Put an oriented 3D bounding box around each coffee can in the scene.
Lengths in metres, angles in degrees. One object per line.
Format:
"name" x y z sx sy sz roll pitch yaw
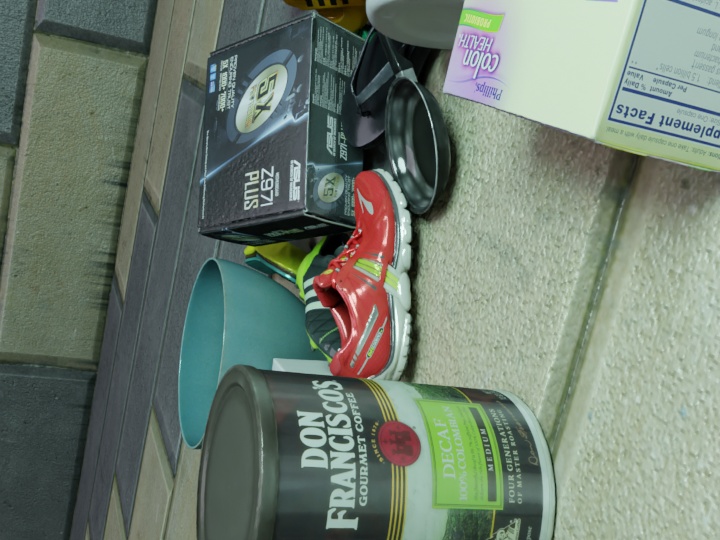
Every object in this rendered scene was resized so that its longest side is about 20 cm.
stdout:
"coffee can" 0.005 0.144 0.578 0.146 0.197 0.149 -172 90 -67

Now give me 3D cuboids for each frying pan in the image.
"frying pan" 0.037 -0.140 0.759 0.115 0.030 0.193 113 143 -62

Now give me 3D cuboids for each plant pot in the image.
"plant pot" -0.112 0.095 0.962 0.200 0.133 0.204 -172 90 -67

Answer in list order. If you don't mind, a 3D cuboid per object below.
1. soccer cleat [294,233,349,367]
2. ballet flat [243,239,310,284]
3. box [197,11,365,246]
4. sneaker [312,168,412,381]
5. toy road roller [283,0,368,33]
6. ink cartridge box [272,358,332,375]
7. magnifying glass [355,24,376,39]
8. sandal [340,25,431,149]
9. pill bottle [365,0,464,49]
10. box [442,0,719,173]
"soccer cleat" -0.018 0.028 0.854 0.082 0.067 0.201 -59 29 20
"ballet flat" -0.096 -0.026 1.064 0.068 0.066 0.200 -62 20 -5
"box" -0.081 -0.137 0.906 0.162 0.085 0.204 -6 78 40
"sneaker" 0.000 0.000 0.771 0.077 0.083 0.203 120 150 -65
"toy road roller" -0.003 -0.314 0.874 0.198 0.146 0.125 7 71 33
"ink cartridge box" -0.046 0.201 0.834 0.147 0.084 0.203 -151 69 -66
"magnifying glass" 0.014 -0.217 0.909 0.200 0.022 0.081 -145 66 -67
"sandal" 0.027 -0.201 0.795 0.076 0.042 0.201 56 131 32
"pill bottle" 0.068 -0.287 0.677 0.113 0.112 0.204 172 105 -66
"box" 0.144 -0.175 0.481 0.176 0.095 0.203 -138 60 -63
